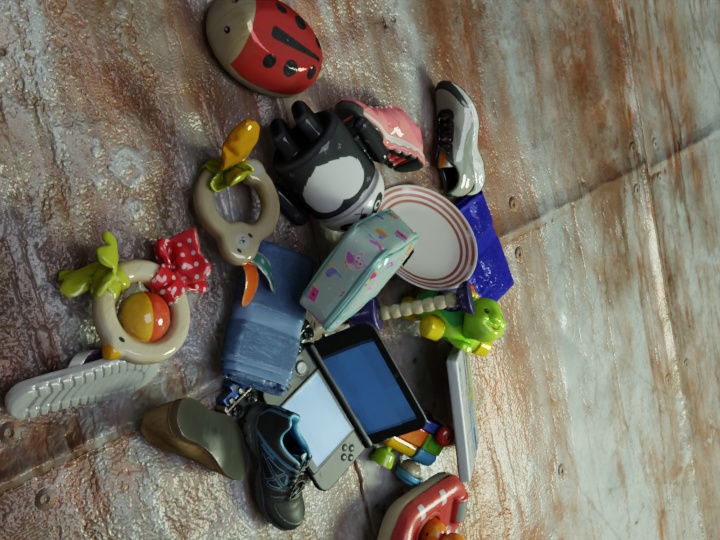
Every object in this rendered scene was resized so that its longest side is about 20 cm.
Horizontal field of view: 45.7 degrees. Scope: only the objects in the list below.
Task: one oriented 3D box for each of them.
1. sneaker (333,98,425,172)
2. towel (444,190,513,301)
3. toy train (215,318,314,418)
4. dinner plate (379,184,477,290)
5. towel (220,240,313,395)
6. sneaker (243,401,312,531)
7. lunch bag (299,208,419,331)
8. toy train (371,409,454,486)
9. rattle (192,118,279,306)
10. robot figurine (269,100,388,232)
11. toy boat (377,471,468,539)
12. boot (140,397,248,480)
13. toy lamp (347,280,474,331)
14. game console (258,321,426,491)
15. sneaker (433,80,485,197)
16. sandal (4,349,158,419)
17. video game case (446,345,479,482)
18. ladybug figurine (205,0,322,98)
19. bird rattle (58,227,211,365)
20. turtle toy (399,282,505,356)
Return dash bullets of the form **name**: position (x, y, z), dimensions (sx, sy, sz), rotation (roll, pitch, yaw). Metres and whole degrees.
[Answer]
- **sneaker**: position (0.030, -0.233, 1.367), dimensions (0.198, 0.073, 0.089), rotation (28, 59, -42)
- **towel**: position (0.206, -0.028, 1.526), dimensions (0.147, 0.049, 0.203), rotation (-37, 114, -34)
- **toy train**: position (-0.139, 0.138, 1.232), dimensions (0.200, 0.034, 0.046), rotation (-47, 116, -31)
- **dinner plate**: position (0.101, -0.052, 1.396), dimensions (0.196, 0.024, 0.204), rotation (14, 53, -18)
- **towel**: position (-0.132, 0.065, 1.209), dimensions (0.110, 0.048, 0.204), rotation (23, 66, -28)
- **sneaker**: position (-0.108, 0.287, 1.219), dimensions (0.073, 0.080, 0.204), rotation (-39, 122, -51)
- **lunch bag**: position (0.000, 0.000, 1.237), dimensions (0.077, 0.161, 0.200), rotation (40, 24, 9)
- **toy train**: position (0.052, 0.265, 1.384), dimensions (0.198, 0.084, 0.117), rotation (31, 88, -32)
- **rattle**: position (-0.139, -0.072, 1.136), dimensions (0.129, 0.141, 0.205), rotation (8, 65, -45)
- **robot figurine**: position (-0.049, -0.147, 1.247), dimensions (0.201, 0.148, 0.126), rotation (49, 49, -31)
- **toy boat**: position (0.120, 0.430, 1.386), dimensions (0.198, 0.130, 0.133), rotation (-23, 129, -38)
- **boot**: position (-0.218, 0.228, 1.151), dimensions (0.201, 0.074, 0.075), rotation (52, 33, -48)
- **toy lamp**: position (0.076, 0.057, 1.326), dimensions (0.058, 0.195, 0.060), rotation (-11, 90, -77)
- **game console**: position (-0.024, 0.205, 1.272), dimensions (0.170, 0.117, 0.202), rotation (-43, 112, -33)
- **sneaker**: position (0.160, -0.224, 1.469), dimensions (0.078, 0.073, 0.205), rotation (-21, 104, -33)
- **sandal**: position (-0.336, 0.125, 1.043), dimensions (0.200, 0.083, 0.050), rotation (-9, 53, -48)
- **video game case**: position (0.175, 0.229, 1.454), dimensions (0.182, 0.022, 0.205), rotation (-36, 119, -75)
- **ladybug figurine**: position (-0.125, -0.322, 1.214), dimensions (0.197, 0.071, 0.139), rotation (17, 79, -40)
- **bird rattle**: position (-0.272, 0.035, 1.067), dimensions (0.198, 0.111, 0.167), rotation (5, 71, -51)
- **turtle toy**: position (0.163, 0.072, 1.395), dimensions (0.144, 0.200, 0.103), rotation (20, 100, -31)
